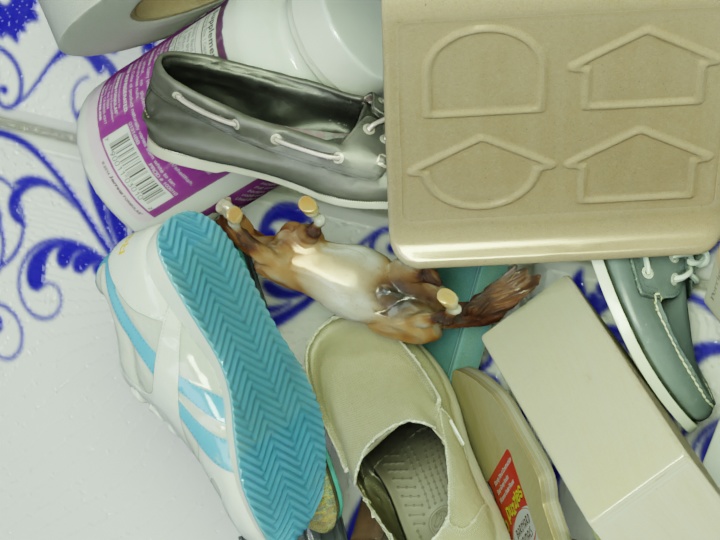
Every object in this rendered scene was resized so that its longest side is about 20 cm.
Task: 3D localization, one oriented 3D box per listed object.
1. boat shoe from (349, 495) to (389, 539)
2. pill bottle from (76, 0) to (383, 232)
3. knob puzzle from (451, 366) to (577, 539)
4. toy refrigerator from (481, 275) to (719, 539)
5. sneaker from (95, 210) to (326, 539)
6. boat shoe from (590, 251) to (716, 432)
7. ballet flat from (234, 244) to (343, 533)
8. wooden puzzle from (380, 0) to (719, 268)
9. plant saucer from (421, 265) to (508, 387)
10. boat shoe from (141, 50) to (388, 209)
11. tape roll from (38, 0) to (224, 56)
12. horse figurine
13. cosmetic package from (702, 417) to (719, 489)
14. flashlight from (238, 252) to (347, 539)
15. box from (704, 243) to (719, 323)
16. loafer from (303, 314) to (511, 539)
[{"bbox_3d":[0.025,0.154,1.575,0.203,0.075,0.075,68,154,20],"label":"boat shoe"},{"bbox_3d":[-0.067,-0.105,1.592,0.200,0.112,0.113,-29,83,32],"label":"pill bottle"},{"bbox_3d":[0.096,0.146,1.528,0.220,0.030,0.220,167,90,-77],"label":"knob puzzle"},{"bbox_3d":[0.134,0.091,1.444,0.070,0.200,0.076,-36,121,5],"label":"toy refrigerator"},{"bbox_3d":[-0.085,0.067,1.533,0.081,0.076,0.201,-20,92,44],"label":"sneaker"},{"bbox_3d":[0.161,-0.009,1.488,0.062,0.073,0.200,-24,81,9],"label":"boat shoe"},{"bbox_3d":[-0.076,0.071,1.593,0.071,0.071,0.200,-29,77,33],"label":"ballet flat"},{"bbox_3d":[0.104,-0.091,1.395,0.185,0.046,0.200,-3,134,-1],"label":"wooden puzzle"},{"bbox_3d":[0.057,-0.015,1.546,0.070,0.019,0.200,42,136,32],"label":"plant saucer"},{"bbox_3d":[-0.028,-0.080,1.489,0.199,0.067,0.057,10,125,11],"label":"boat shoe"},{"bbox_3d":[-0.089,-0.183,1.540,0.203,0.203,0.037,-28,83,33],"label":"tape roll"},{"bbox_3d":[0.000,0.000,1.521,0.199,0.133,0.050,19,76,5],"label":"horse figurine"},{"bbox_3d":[0.231,0.169,1.470,0.113,0.081,0.200,30,112,24],"label":"cosmetic package"},{"bbox_3d":[-0.063,0.089,1.655,0.068,0.068,0.201,153,103,-75],"label":"flashlight"},{"bbox_3d":[0.252,0.021,1.363,0.078,0.200,0.095,9,109,-15],"label":"box"},{"bbox_3d":[0.023,0.096,1.530,0.076,0.068,0.200,-36,58,7],"label":"loafer"}]
